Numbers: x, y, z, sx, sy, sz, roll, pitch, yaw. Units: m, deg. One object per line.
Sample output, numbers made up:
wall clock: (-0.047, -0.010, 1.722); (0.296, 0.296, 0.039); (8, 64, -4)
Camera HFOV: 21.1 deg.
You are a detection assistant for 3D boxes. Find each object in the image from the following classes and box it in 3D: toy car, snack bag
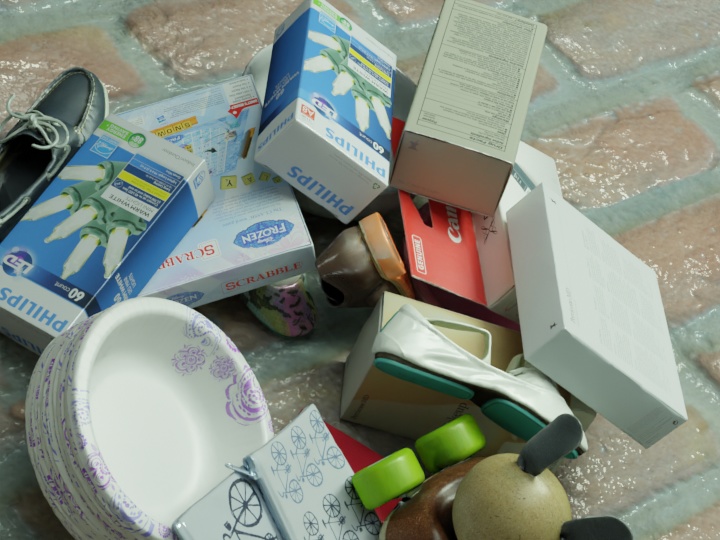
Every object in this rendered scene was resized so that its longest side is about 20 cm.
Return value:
toy car: (0.122, 0.183, 1.486); (0.158, 0.200, 0.165); (-24, 84, -45)
snack bag: (-0.045, 0.221, 1.462); (0.200, 0.021, 0.189); (-34, 97, -52)

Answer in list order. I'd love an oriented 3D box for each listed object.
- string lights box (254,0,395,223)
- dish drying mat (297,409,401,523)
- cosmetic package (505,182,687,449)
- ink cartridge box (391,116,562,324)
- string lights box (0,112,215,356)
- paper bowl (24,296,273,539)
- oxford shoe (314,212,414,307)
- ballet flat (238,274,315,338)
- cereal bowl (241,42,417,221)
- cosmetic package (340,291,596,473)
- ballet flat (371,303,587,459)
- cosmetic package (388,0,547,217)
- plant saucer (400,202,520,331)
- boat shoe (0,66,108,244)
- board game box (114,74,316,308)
string lights box: (-0.028, -0.143, 1.681); (0.103, 0.059, 0.200); (35, 33, -23)
dish drying mat: (0.019, 0.193, 1.594); (0.200, 0.018, 0.077); (32, 47, 2)
cosmetic package: (0.198, 0.036, 1.643); (0.151, 0.052, 0.200); (38, 29, -26)
ink cartridge box: (0.114, -0.050, 1.734); (0.176, 0.045, 0.200); (24, 41, -32)
string lights box: (-0.219, -0.024, 1.582); (0.103, 0.059, 0.200); (26, 63, 20)
paper bowl: (-0.169, 0.129, 1.468); (0.200, 0.104, 0.201); (25, 54, -38)
oxford shoe: (0.000, 0.000, 1.668); (0.073, 0.200, 0.071); (-24, 74, 2)
ballet flat: (-0.094, -0.034, 1.704); (0.069, 0.071, 0.200); (-11, 56, -34)
cereal bowl: (-0.029, -0.121, 1.806); (0.200, 0.083, 0.200); (14, 45, -14)
cosmetic package: (0.092, 0.100, 1.653); (0.199, 0.105, 0.071); (16, 46, -10)
ballet flat: (0.106, 0.085, 1.568); (0.200, 0.069, 0.070); (26, 44, -11)
cosmetic package: (0.099, -0.151, 1.739); (0.103, 0.073, 0.200); (18, 47, 1)
plant saucer: (0.126, 0.016, 1.782); (0.200, 0.051, 0.201); (14, 45, -14)
boat shoe: (-0.277, -0.099, 1.639); (0.075, 0.062, 0.200); (16, 63, 24)
board game box: (-0.159, -0.058, 1.659); (0.199, 0.041, 0.200); (-17, 56, -5)
